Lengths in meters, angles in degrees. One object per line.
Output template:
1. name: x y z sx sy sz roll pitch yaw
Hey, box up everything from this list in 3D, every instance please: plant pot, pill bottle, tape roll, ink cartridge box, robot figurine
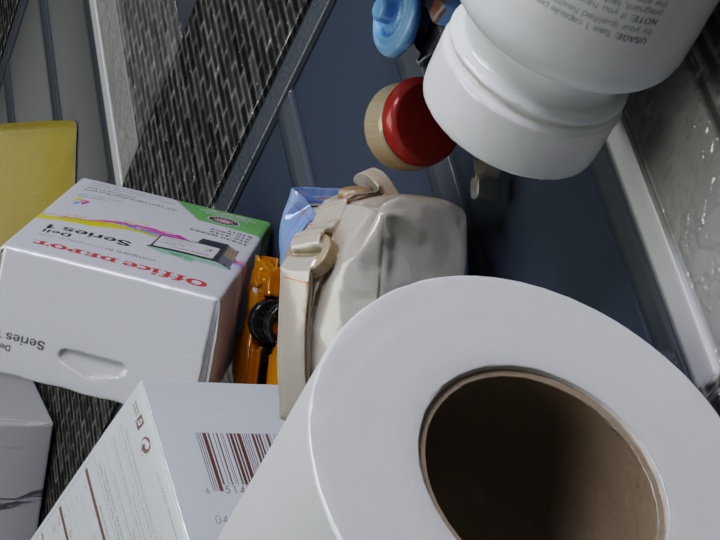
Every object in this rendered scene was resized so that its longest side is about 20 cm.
1. plant pot: -0.405 -0.046 1.803 0.200 0.175 0.201 158 114 -63
2. pill bottle: 0.103 -0.141 0.753 0.115 0.114 0.200 -108 33 -41
3. tape roll: 0.048 0.122 0.724 0.139 0.202 0.203 121 145 -43
4. ink cartridge box: -0.382 0.217 1.817 0.147 0.082 0.201 -135 54 -60
5. ink cartridge box: -0.149 0.013 1.164 0.200 0.144 0.084 -68 -9 -73
6. robot figurine: -0.044 0.094 1.111 0.145 0.058 0.201 -170 86 -66

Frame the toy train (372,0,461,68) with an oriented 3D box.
1. toy train: 0.046 -0.191 0.931 0.114 0.086 0.201 -55 37 39

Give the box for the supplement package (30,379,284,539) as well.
1. supplement package: -0.106 0.169 1.031 0.200 0.116 0.118 -53 47 39

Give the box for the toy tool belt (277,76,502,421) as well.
1. toy tool belt: 0.000 0.000 0.950 0.123 0.124 0.201 1 89 59
